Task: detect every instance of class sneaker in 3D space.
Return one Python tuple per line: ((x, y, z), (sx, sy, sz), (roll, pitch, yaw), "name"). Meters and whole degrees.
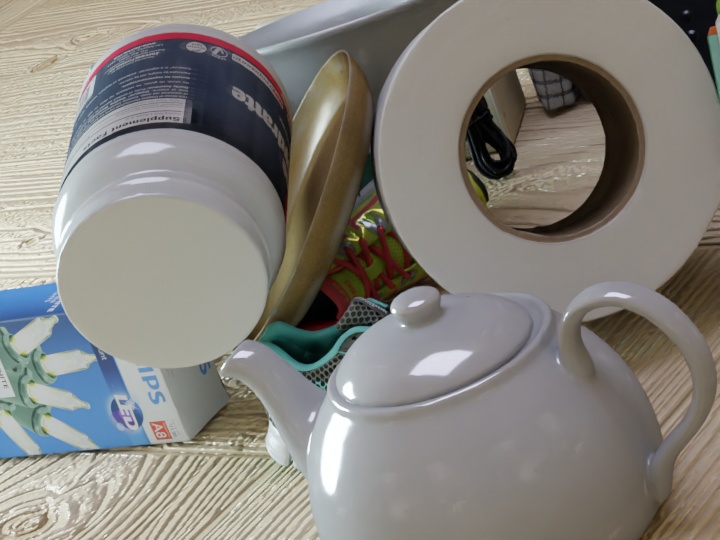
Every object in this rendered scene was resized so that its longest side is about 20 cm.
((0.023, 0.055, 1.238), (0.199, 0.091, 0.078), (-14, 23, 19), "sneaker")
((0.000, 0.000, 1.429), (0.200, 0.078, 0.090), (-31, 20, 7), "sneaker")

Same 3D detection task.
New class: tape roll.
((0.107, -0.072, 1.274), (0.202, 0.203, 0.139), (-22, 4, -1), "tape roll")

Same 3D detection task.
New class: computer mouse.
((0.010, -0.087, 1.615), (0.200, 0.110, 0.044), (-23, 22, 26), "computer mouse")

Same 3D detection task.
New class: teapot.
((0.056, 0.074, 1.082), (0.199, 0.146, 0.197), (-25, 21, -11), "teapot")

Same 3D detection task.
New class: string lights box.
((-0.195, 0.063, 1.414), (0.199, 0.103, 0.059), (-8, 22, 32), "string lights box")

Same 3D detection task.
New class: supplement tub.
((-0.113, -0.048, 1.305), (0.140, 0.141, 0.200), (-17, 33, 12), "supplement tub")

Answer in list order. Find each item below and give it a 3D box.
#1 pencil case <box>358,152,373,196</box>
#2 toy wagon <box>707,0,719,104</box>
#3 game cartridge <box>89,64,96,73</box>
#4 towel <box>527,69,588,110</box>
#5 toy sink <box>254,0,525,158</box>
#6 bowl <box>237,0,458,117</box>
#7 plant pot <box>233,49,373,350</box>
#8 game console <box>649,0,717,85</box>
((-0.036, -0.043, 1.538), (0.199, 0.093, 0.085), (-10, -15, 24), "pencil case")
((0.232, -0.092, 1.233), (0.039, 0.200, 0.156), (-15, 54, 15), "toy wagon")
((-0.170, -0.043, 1.503), (0.040, 0.201, 0.133), (-1, 2, -7), "game cartridge")
((0.162, -0.240, 1.726), (0.085, 0.166, 0.200), (-15, 23, 10), "towel")
((0.014, -0.147, 1.691), (0.199, 0.131, 0.112), (-14, 22, 17), "toy sink")
((0.001, -0.143, 1.500), (0.200, 0.091, 0.201), (-19, 13, 5), "bowl")
((-0.034, -0.039, 1.338), (0.027, 0.201, 0.200), (20, 17, -12), "plant pot")
((0.288, -0.157, 1.393), (0.199, 0.177, 0.031), (-16, 0, 15), "game console")
